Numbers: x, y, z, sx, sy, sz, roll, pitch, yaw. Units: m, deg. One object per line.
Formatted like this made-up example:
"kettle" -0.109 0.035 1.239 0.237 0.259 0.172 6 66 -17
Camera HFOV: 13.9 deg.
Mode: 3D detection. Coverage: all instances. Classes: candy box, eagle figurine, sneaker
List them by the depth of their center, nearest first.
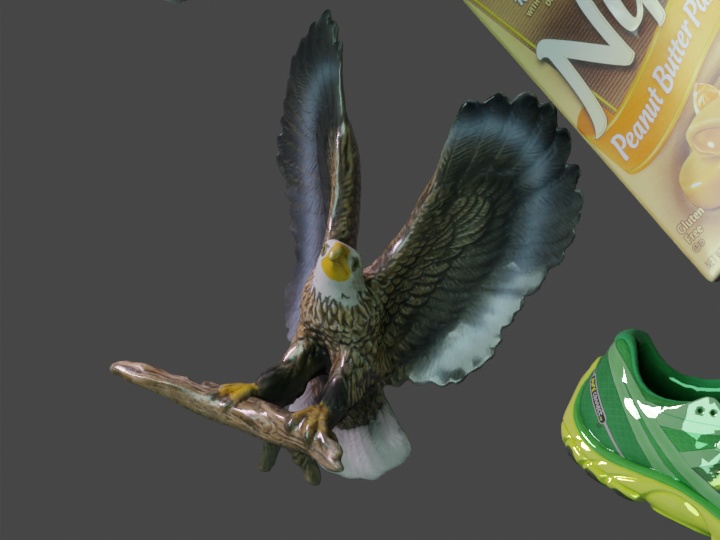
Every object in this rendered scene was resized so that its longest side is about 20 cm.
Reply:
"sneaker" 0.185 0.086 1.345 0.199 0.074 0.084 24 104 22
"candy box" 0.145 -0.106 1.369 0.115 0.055 0.200 -45 74 18
"eagle figurine" 0.002 -0.001 1.410 0.151 0.151 0.201 34 72 -19

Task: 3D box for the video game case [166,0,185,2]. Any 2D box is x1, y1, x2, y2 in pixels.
"video game case" -0.130 -0.239 1.303 0.181 0.022 0.201 19 99 22
